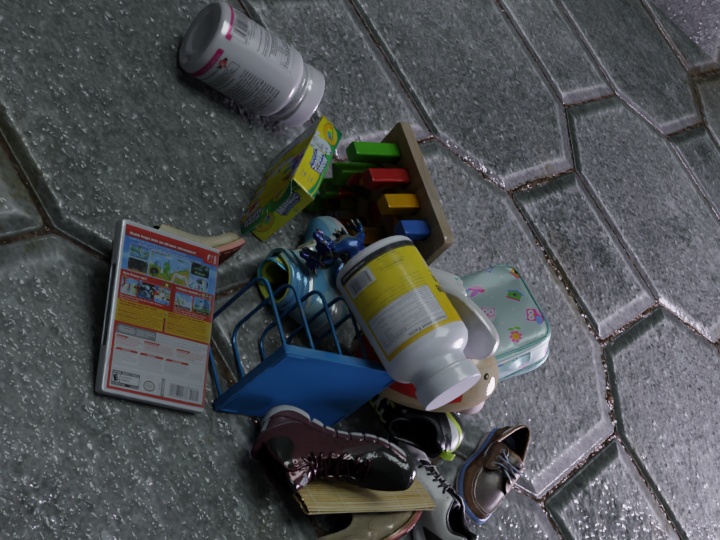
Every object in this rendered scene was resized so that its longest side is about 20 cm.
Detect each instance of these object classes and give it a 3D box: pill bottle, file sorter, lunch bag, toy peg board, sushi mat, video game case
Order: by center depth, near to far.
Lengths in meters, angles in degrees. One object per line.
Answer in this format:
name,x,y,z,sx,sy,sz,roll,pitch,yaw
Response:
video game case,-0.232,0.055,1.405,0.143,0.017,0.201,19,68,-41
pill bottle,0.062,0.066,1.486,0.112,0.112,0.201,-7,61,-53
sushi mat,-0.006,0.266,1.499,0.199,0.012,0.096,6,27,-36
file sorter,-0.077,0.101,1.513,0.199,0.139,0.123,15,46,-44
lunch bag,0.158,0.091,1.701,0.199,0.077,0.161,-20,57,-11
toy peg board,0.013,-0.076,1.738,0.097,0.200,0.200,-2,62,-34
pill bottle,-0.156,-0.297,1.781,0.200,0.113,0.114,29,41,-33

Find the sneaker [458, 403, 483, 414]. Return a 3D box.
sneaker,0.113,0.135,1.784,0.075,0.105,0.200,-34,57,-18

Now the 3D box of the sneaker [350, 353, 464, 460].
sneaker,0.052,0.178,1.607,0.200,0.072,0.083,34,25,17

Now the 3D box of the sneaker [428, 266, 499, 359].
sneaker,0.116,0.038,1.570,0.088,0.076,0.200,-14,43,-46

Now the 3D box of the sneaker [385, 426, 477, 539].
sneaker,0.096,0.293,1.608,0.074,0.080,0.201,1,59,-48

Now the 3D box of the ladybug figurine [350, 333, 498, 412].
ladybug figurine,0.085,0.113,1.588,0.199,0.072,0.136,9,52,1

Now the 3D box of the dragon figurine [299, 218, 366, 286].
dragon figurine,0.000,0.000,1.637,0.200,0.059,0.100,42,43,-26

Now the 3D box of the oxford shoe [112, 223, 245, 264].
oxford shoe,-0.222,-0.031,1.507,0.200,0.071,0.074,-16,71,-55

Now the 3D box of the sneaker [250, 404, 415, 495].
sneaker,-0.040,0.239,1.436,0.199,0.076,0.116,18,29,9

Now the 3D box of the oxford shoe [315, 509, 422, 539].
oxford shoe,0.013,0.312,1.498,0.075,0.070,0.200,51,31,6

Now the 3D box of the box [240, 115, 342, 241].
box,-0.097,-0.124,1.699,0.048,0.117,0.200,43,36,-15

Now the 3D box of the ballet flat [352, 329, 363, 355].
ballet flat,0.054,0.167,1.694,0.201,0.070,0.065,59,6,2

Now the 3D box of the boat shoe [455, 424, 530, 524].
boat shoe,0.195,0.282,1.743,0.072,0.072,0.200,47,34,-10

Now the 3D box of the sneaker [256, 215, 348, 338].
sneaker,-0.081,-0.017,1.660,0.130,0.079,0.201,31,39,-33
